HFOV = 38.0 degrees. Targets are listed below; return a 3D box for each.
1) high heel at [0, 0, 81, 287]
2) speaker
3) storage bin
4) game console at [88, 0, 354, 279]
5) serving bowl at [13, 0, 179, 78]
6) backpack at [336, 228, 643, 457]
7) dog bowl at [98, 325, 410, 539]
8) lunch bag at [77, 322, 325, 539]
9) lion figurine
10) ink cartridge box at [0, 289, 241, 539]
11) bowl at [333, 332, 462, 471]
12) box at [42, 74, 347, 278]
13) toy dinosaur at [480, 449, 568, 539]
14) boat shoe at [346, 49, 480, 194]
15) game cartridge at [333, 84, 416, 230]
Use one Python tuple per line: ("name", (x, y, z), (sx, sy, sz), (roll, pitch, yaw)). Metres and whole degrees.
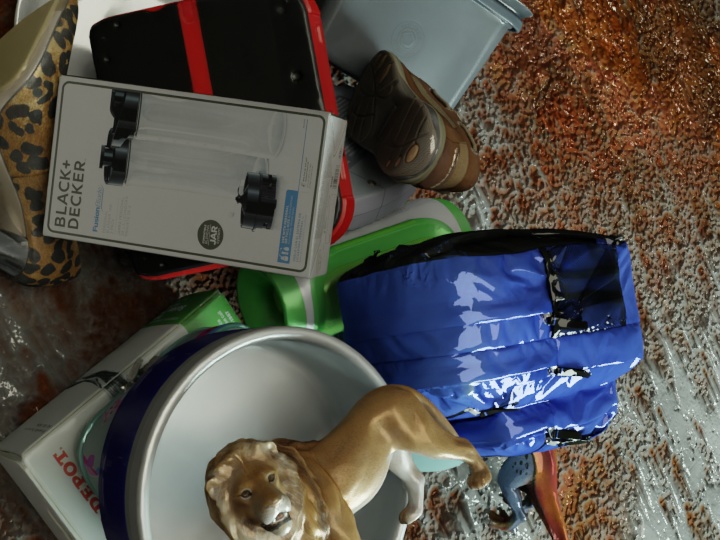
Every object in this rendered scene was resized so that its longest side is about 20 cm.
("high heel", (-0.229, -0.092, 0.781), (0.142, 0.071, 0.202), (37, 78, -50))
("speaker", (0.000, 0.000, 0.859), (0.199, 0.088, 0.089), (-20, 96, -34))
("storage bin", (0.029, -0.234, 0.963), (0.199, 0.146, 0.135), (28, 98, -29))
("game console", (-0.103, -0.105, 0.781), (0.031, 0.175, 0.203), (-19, 98, -78))
("serving bowl", (-0.171, -0.180, 0.835), (0.198, 0.066, 0.203), (-1, 93, -13))
("backpack", (0.091, 0.052, 0.767), (0.198, 0.162, 0.170), (0, 78, -34))
("dog bowl", (-0.066, 0.138, 0.686), (0.198, 0.078, 0.203), (3, 85, -33))
("lunch bag", (-0.102, 0.147, 0.756), (0.160, 0.077, 0.201), (-43, 110, -27))
("lion figurine", (-0.005, 0.123, 0.650), (0.200, 0.072, 0.123), (-36, 99, -44))
("ink cartridge box", (-0.158, 0.133, 0.815), (0.200, 0.083, 0.147), (-40, 108, -31))
("bowl", (0.055, 0.096, 0.922), (0.198, 0.106, 0.202), (10, 43, -9))
("box", (-0.117, -0.066, 0.741), (0.198, 0.060, 0.118), (10, 96, 10))
("toy dinosaur", (0.174, 0.155, 1.005), (0.104, 0.199, 0.183), (-8, 121, -49))
("boat shoe", (0.041, -0.114, 0.842), (0.071, 0.201, 0.076), (24, 114, -26))
("game cartridge", (-0.013, -0.099, 0.881), (0.200, 0.132, 0.041), (-45, 155, -56))
